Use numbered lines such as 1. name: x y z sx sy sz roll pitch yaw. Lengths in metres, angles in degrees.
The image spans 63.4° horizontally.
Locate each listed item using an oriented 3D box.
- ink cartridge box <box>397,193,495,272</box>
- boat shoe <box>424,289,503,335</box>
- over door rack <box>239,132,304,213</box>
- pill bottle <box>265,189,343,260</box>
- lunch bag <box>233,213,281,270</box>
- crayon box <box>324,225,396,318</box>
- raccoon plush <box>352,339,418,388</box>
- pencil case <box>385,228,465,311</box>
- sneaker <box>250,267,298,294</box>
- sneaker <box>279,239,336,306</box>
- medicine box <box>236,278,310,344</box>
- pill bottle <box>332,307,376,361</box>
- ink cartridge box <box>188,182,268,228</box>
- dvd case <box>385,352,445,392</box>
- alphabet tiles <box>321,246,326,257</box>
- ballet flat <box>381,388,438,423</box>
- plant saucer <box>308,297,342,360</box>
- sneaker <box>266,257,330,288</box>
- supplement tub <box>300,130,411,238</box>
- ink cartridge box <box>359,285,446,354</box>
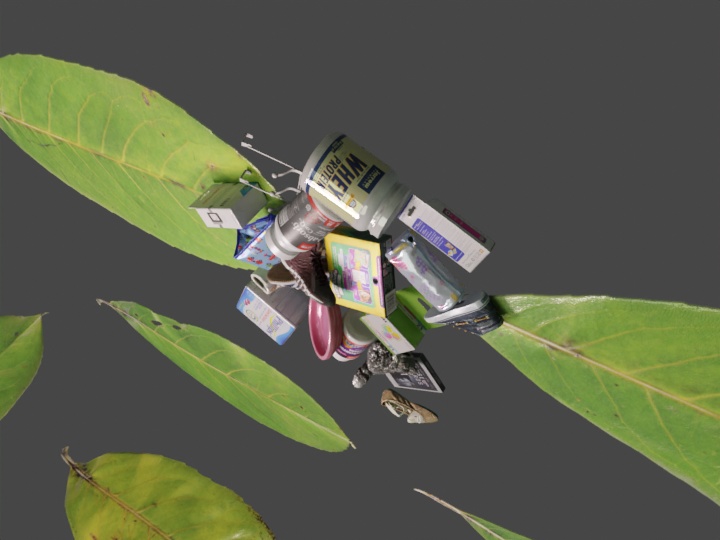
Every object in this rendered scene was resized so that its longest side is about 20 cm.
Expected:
1. ink cartridge box: 0.178 -0.084 1.224 0.199 0.037 0.095 35 148 1
2. boat shoe: 0.238 0.114 1.368 0.091 0.071 0.199 52 144 -13
3. over door rack: -0.222 -0.219 1.431 0.199 0.067 0.148 34 146 8
4. pill bottle: -0.128 -0.115 1.360 0.116 0.116 0.199 45 125 -11
5. lunch bag: -0.215 -0.081 1.523 0.149 0.095 0.199 20 149 -36
6. crayon box: 0.000 0.000 1.436 0.171 0.058 0.203 15 123 35
7. raccoon plush: 0.079 0.287 1.649 0.134 0.096 0.202 45 117 39
8. pencil case: 0.147 -0.001 1.312 0.200 0.083 0.090 46 139 -11
9. sneaker: -0.222 0.037 1.698 0.198 0.116 0.074 25 144 18
10. sneaker: -0.110 -0.012 1.440 0.200 0.075 0.116 45 111 20
11. medicine box: -0.277 0.115 1.858 0.199 0.103 0.182 41 148 -1
12. pill bottle: -0.025 0.192 1.692 0.111 0.112 0.200 37 148 2
13. ink cartridge box: -0.359 -0.177 1.575 0.198 0.116 0.067 7 137 41
14. dvd case: 0.141 0.299 1.737 0.199 0.025 0.151 -4 128 48
15. alphabet tiles: -0.078 0.010 1.588 0.166 0.008 0.200 27 148 -4
16. ballet flat: 0.152 0.452 1.873 0.198 0.065 0.071 22 144 25
17. plant saucer: -0.097 0.148 1.648 0.200 0.050 0.204 177 90 -69
18. sneaker: -0.145 0.029 1.559 0.197 0.071 0.109 -7 141 13
19. supplement tub: -0.009 -0.174 1.200 0.199 0.145 0.145 36 148 4
20. ink cartridge box: 0.112 0.130 1.512 0.148 0.076 0.199 47 148 -12
